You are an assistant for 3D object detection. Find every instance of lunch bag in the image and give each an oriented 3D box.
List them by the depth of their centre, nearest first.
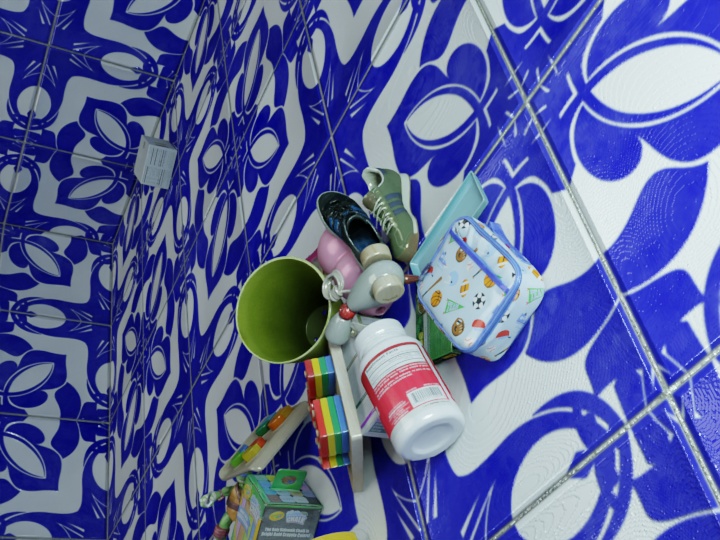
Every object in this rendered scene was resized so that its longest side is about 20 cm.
[{"bbox_3d":[0.164,0.017,1.180,0.161,0.075,0.200,-60,34,18],"label":"lunch bag"}]

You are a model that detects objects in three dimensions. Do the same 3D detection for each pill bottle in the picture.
[{"bbox_3d":[0.065,0.173,1.254,0.113,0.111,0.201,-61,41,32],"label":"pill bottle"}]

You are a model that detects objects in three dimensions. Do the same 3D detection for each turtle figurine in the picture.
[{"bbox_3d":[-0.276,0.538,1.798,0.200,0.143,0.196,-145,65,-66],"label":"turtle figurine"}]

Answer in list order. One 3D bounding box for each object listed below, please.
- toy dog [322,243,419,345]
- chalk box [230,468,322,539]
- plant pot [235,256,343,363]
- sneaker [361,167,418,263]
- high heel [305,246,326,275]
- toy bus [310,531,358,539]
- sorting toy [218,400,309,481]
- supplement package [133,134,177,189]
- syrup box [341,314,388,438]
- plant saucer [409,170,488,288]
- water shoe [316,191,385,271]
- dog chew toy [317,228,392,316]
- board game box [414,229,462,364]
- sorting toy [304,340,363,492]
[{"bbox_3d":[0.023,0.045,1.346,0.200,0.096,0.133,-34,52,52],"label":"toy dog"},{"bbox_3d":[-0.159,0.470,1.611,0.124,0.123,0.202,30,106,62],"label":"chalk box"},{"bbox_3d":[-0.098,0.088,1.537,0.185,0.200,0.189,-5,76,21],"label":"plant pot"},{"bbox_3d":[0.042,-0.102,1.446,0.067,0.089,0.201,-52,31,41],"label":"sneaker"},{"bbox_3d":[-0.081,0.003,1.698,0.201,0.067,0.096,-56,22,16],"label":"high heel"},{"bbox_3d":[-0.048,0.563,1.371,0.192,0.135,0.201,50,128,38],"label":"toy bus"},{"bbox_3d":[-0.203,0.348,1.731,0.185,0.037,0.200,-49,11,-33],"label":"sorting toy"},{"bbox_3d":[-0.794,-0.421,3.238,0.200,0.110,0.157,40,116,60],"label":"supplement package"},{"bbox_3d":[0.029,0.176,1.395,0.082,0.078,0.201,-58,34,36],"label":"syrup box"},{"bbox_3d":[0.136,-0.056,1.293,0.201,0.019,0.070,-59,32,36],"label":"plant saucer"},{"bbox_3d":[-0.010,-0.081,1.424,0.200,0.071,0.079,50,164,29],"label":"water shoe"},{"bbox_3d":[0.000,0.000,1.486,0.125,0.124,0.201,-60,41,34],"label":"dog chew toy"},{"bbox_3d":[0.121,0.046,1.325,0.105,0.023,0.202,-30,53,54],"label":"board game box"},{"bbox_3d":[-0.050,0.251,1.434,0.200,0.069,0.201,89,168,-51],"label":"sorting toy"}]
